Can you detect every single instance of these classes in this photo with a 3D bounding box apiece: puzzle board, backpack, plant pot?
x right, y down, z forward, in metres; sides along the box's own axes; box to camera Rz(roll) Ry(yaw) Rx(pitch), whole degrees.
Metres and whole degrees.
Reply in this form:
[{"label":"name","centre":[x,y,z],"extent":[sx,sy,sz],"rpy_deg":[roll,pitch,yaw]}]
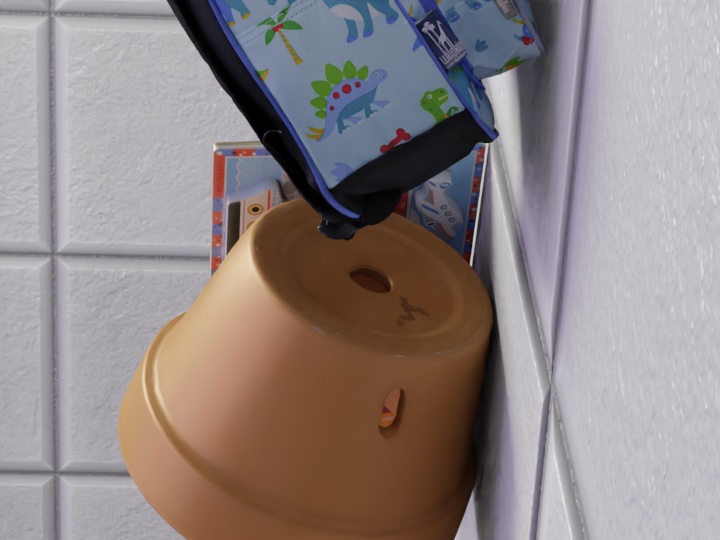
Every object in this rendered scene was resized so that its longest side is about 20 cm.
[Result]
[{"label":"puzzle board","centre":[-0.011,0.001,1.376],"extent":[0.200,0.151,0.017],"rpy_deg":[95,170,-46]},{"label":"backpack","centre":[-0.013,-0.145,1.112],"extent":[0.200,0.147,0.183],"rpy_deg":[55,-175,-14]},{"label":"plant pot","centre":[-0.016,0.055,1.289],"extent":[0.200,0.200,0.140],"rpy_deg":[-93,22,-55]}]

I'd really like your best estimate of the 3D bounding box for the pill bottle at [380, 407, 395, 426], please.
[{"label":"pill bottle","centre":[0.000,0.000,1.518],"extent":[0.113,0.113,0.200],"rpy_deg":[-96,9,-64]}]
